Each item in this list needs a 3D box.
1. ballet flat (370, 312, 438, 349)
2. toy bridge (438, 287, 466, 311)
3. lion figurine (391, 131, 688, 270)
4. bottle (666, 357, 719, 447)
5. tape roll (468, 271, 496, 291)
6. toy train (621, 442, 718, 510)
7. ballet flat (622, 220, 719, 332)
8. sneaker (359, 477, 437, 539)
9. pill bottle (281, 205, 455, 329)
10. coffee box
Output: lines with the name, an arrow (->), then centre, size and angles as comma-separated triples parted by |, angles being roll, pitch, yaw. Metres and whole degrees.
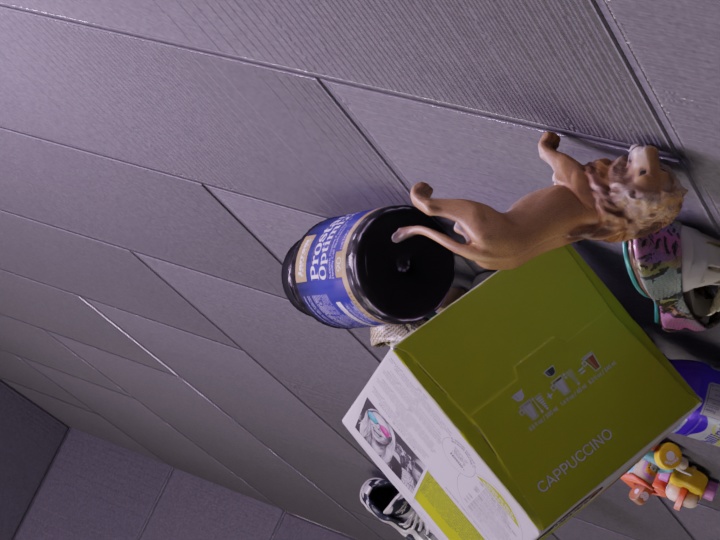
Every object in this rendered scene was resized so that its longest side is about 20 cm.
ballet flat -> 0.095, 0.081, 1.815 | 0.199, 0.076, 0.068 | 16, -175, 31
toy bridge -> 0.145, 0.076, 1.955 | 0.200, 0.027, 0.067 | 37, 164, -35
lion figurine -> 0.132, -0.039, 1.351 | 0.123, 0.199, 0.073 | 54, 169, 49
bottle -> 0.316, 0.122, 1.707 | 0.199, 0.066, 0.084 | 18, 159, -2
tape roll -> 0.196, 0.064, 1.813 | 0.202, 0.037, 0.203 | 24, 165, 7
toy train -> 0.330, 0.238, 2.146 | 0.150, 0.056, 0.200 | 13, 161, 38
ballet flat -> 0.259, 0.003, 1.469 | 0.071, 0.069, 0.200 | 1, 161, 18
sneaker -> 0.086, 0.408, 3.077 | 0.199, 0.080, 0.130 | 34, 175, 10
pill bottle -> 0.000, 0.000, 1.774 | 0.112, 0.112, 0.200 | 31, 164, -21
coffee box -> 0.138, 0.124, 1.611 | 0.200, 0.199, 0.198 | 51, 156, 11
